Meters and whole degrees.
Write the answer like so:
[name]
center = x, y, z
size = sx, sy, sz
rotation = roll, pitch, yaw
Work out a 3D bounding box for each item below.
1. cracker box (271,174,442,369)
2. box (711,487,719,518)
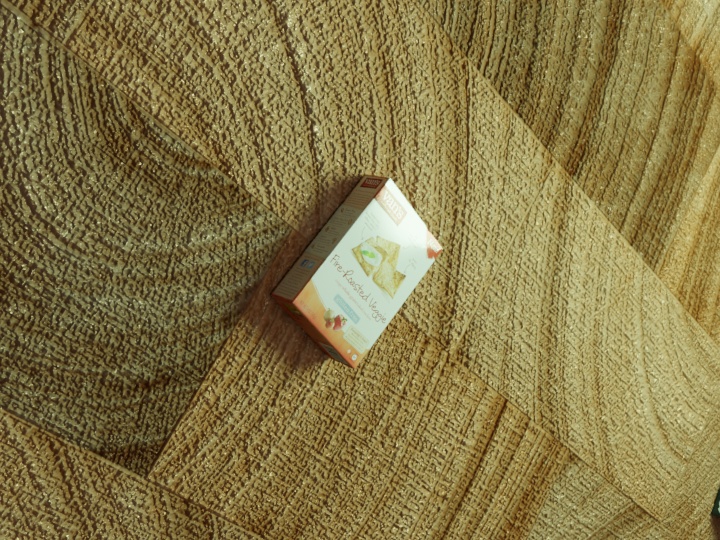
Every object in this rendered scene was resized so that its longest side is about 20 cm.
[cracker box]
center = 0.000, 0.000, 1.105
size = 0.201, 0.057, 0.134
rotation = -53, 125, -17
[box]
center = 0.807, 0.442, 1.697
size = 0.123, 0.199, 0.150
rotation = 23, 86, -37
